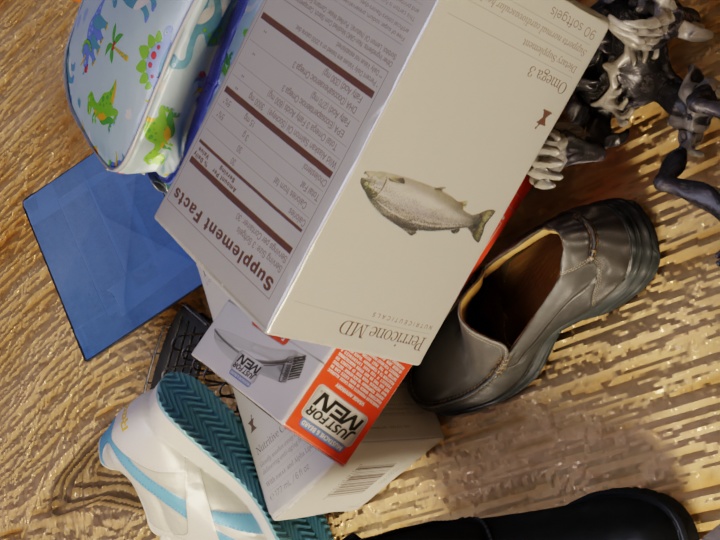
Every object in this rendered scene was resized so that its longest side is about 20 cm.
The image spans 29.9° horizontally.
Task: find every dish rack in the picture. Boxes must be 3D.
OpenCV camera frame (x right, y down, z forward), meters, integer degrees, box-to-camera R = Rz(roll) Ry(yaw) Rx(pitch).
[{"bbox_3d":[-0.123,0.122,1.037,0.200,0.054,0.155,37,114,44],"label":"dish rack"}]

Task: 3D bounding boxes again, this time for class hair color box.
[{"bbox_3d":[0.000,0.000,0.798,0.201,0.064,0.111,-54,39,-6],"label":"hair color box"}]

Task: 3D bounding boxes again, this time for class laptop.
[{"bbox_3d":[-0.189,-0.071,1.079,0.188,0.115,0.201,59,149,34],"label":"laptop"}]

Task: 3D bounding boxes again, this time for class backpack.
[{"bbox_3d":[-0.087,-0.136,0.798,0.200,0.146,0.184,47,117,53],"label":"backpack"}]

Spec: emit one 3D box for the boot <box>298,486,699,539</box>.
[{"bbox_3d":[0.061,0.164,0.729,0.197,0.161,0.074,-18,75,48],"label":"boot"}]

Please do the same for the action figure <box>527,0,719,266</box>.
[{"bbox_3d":[0.144,-0.092,0.699,0.200,0.101,0.120,45,125,39],"label":"action figure"}]

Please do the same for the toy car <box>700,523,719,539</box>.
[{"bbox_3d":[0.228,0.104,0.560,0.150,0.173,0.201,-92,22,-68],"label":"toy car"}]

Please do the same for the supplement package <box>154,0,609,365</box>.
[{"bbox_3d":[0.008,-0.073,0.672,0.117,0.116,0.201,40,108,41],"label":"supplement package"}]

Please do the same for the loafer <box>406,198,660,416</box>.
[{"bbox_3d":[0.081,0.023,0.786,0.200,0.072,0.073,-47,56,39],"label":"loafer"}]

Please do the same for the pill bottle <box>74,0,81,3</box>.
[{"bbox_3d":[-0.116,-0.207,0.942,0.106,0.199,0.107,-6,82,50],"label":"pill bottle"}]

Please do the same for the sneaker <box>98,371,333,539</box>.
[{"bbox_3d":[-0.091,0.162,0.919,0.081,0.077,0.200,-35,102,24],"label":"sneaker"}]

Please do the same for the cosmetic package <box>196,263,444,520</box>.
[{"bbox_3d":[-0.032,0.051,0.914,0.113,0.081,0.201,-47,55,39],"label":"cosmetic package"}]
